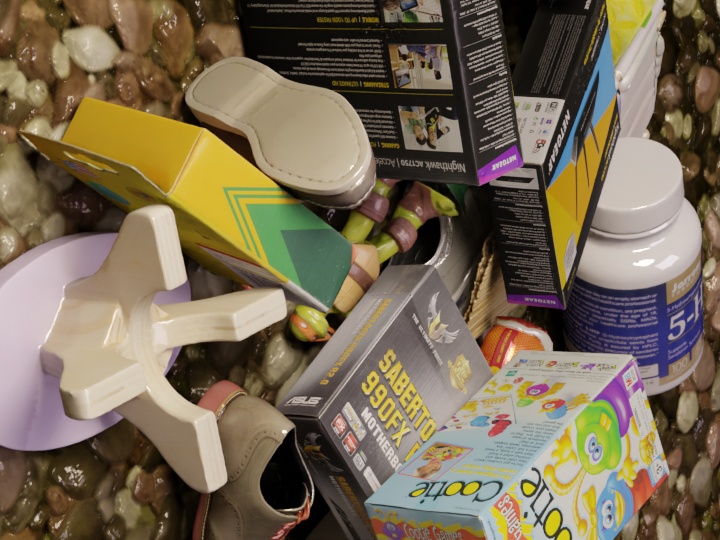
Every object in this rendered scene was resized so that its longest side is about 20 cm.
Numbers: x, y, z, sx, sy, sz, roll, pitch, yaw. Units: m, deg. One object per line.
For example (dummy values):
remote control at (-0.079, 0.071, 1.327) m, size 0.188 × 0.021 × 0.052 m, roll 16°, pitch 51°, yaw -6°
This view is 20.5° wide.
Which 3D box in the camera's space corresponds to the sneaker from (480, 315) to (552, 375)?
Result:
sneaker at (0.123, 0.111, 1.587) m, size 0.077 × 0.073 × 0.200 m, roll -61°, pitch 150°, yaw -22°

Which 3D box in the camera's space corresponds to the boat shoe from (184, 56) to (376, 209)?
boat shoe at (-0.045, -0.081, 1.299) m, size 0.072 × 0.200 × 0.060 m, roll -42°, pitch 128°, yaw -13°

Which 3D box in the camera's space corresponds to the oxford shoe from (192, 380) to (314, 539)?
oxford shoe at (-0.069, 0.167, 1.356) m, size 0.071 × 0.074 × 0.201 m, roll -49°, pitch 147°, yaw -35°

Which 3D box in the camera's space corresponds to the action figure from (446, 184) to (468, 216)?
action figure at (0.031, -0.145, 1.459) m, size 0.200 × 0.055 × 0.119 m, roll 36°, pitch 53°, yaw -24°

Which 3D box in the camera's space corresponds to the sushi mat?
sushi mat at (0.118, -0.002, 1.559) m, size 0.200 × 0.012 × 0.096 m, roll -30°, pitch 142°, yaw -65°

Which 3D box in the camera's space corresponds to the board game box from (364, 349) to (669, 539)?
board game box at (0.112, 0.151, 1.376) m, size 0.200 × 0.104 × 0.103 m, roll -40°, pitch 119°, yaw -40°

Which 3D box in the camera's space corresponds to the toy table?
toy table at (-0.149, 0.048, 1.247) m, size 0.200 × 0.117 × 0.185 m, roll -42°, pitch 124°, yaw -40°

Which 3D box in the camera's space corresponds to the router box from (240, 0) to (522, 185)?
router box at (0.009, -0.140, 1.336) m, size 0.051 × 0.199 × 0.150 m, roll -25°, pitch 113°, yaw -41°

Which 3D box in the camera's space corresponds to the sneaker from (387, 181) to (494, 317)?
sneaker at (0.075, -0.059, 1.527) m, size 0.082 × 0.074 × 0.201 m, roll 34°, pitch 68°, yaw -46°

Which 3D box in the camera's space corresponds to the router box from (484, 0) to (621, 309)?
router box at (0.146, -0.095, 1.488) m, size 0.150 × 0.051 × 0.201 m, roll 75°, pitch 28°, yaw -45°

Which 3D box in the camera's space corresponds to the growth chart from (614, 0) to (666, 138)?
growth chart at (0.225, -0.128, 1.682) m, size 0.145 × 0.018 × 0.201 m, roll -56°, pitch 159°, yaw -34°

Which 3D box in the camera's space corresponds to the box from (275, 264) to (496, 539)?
box at (0.038, 0.122, 1.408) m, size 0.159 × 0.048 × 0.201 m, roll -50°, pitch 125°, yaw -34°

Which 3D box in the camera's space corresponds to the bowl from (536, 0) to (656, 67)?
bowl at (0.197, -0.259, 1.608) m, size 0.107 × 0.200 × 0.201 m, roll 31°, pitch 62°, yaw 0°

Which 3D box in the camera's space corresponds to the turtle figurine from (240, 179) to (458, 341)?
turtle figurine at (0.000, 0.000, 1.450) m, size 0.200 × 0.064 × 0.162 m, roll 44°, pitch 80°, yaw -31°

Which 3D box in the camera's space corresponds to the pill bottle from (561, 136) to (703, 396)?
pill bottle at (0.222, -0.004, 1.633) m, size 0.120 × 0.119 × 0.201 m, roll -49°, pitch 145°, yaw -34°

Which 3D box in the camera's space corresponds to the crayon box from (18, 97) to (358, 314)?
crayon box at (-0.107, -0.049, 1.272) m, size 0.200 × 0.127 × 0.051 m, roll 37°, pitch 76°, yaw -45°

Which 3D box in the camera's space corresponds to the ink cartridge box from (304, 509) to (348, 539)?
ink cartridge box at (-0.013, 0.286, 1.451) m, size 0.200 × 0.083 × 0.146 m, roll -47°, pitch 126°, yaw -37°
